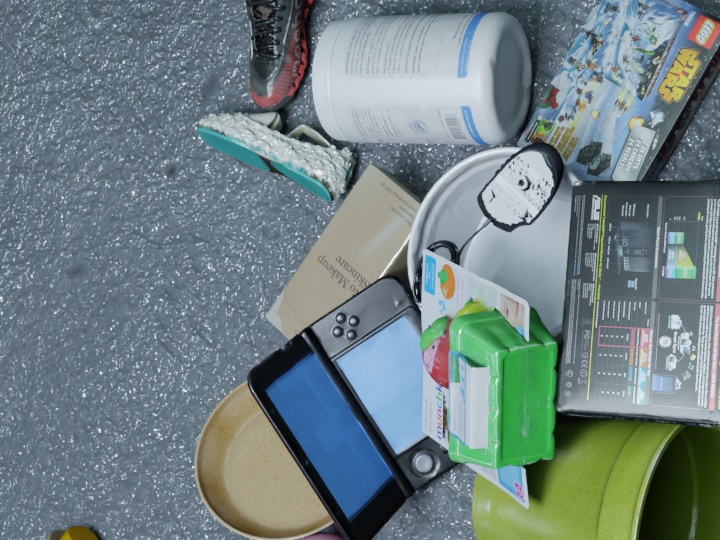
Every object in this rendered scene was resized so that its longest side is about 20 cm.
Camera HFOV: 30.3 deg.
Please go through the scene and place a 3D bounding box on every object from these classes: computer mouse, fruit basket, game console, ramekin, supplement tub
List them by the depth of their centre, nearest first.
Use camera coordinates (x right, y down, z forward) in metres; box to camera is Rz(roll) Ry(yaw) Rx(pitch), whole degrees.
[{"bbox_3d":[0.094,0.092,1.187,0.199,0.093,0.188,25,120,57],"label":"fruit basket"},{"bbox_3d":[0.118,-0.041,1.254,0.059,0.034,0.200,45,109,5],"label":"computer mouse"},{"bbox_3d":[0.015,0.133,1.295,0.171,0.119,0.201,-33,93,5],"label":"game console"},{"bbox_3d":[0.156,-0.012,1.302,0.198,0.105,0.203,-4,81,27],"label":"ramekin"},{"bbox_3d":[0.065,-0.196,1.363,0.198,0.132,0.134,5,85,28],"label":"supplement tub"}]

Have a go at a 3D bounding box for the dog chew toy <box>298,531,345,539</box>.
[{"bbox_3d":[-0.021,0.367,1.334,0.124,0.124,0.201,-36,75,18],"label":"dog chew toy"}]

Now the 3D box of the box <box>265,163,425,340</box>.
[{"bbox_3d":[0.000,0.000,1.397,0.095,0.078,0.201,39,100,26],"label":"box"}]

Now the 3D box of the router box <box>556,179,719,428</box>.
[{"bbox_3d":[0.249,0.026,1.107,0.148,0.062,0.203,2,84,31],"label":"router box"}]

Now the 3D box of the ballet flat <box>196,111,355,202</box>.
[{"bbox_3d":[-0.089,-0.138,1.479,0.199,0.072,0.072,27,95,23],"label":"ballet flat"}]

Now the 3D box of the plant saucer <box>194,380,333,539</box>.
[{"bbox_3d":[-0.075,0.196,1.395,0.198,0.036,0.202,-7,55,9],"label":"plant saucer"}]

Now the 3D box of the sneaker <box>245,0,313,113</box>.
[{"bbox_3d":[-0.096,-0.280,1.479,0.070,0.098,0.203,12,89,26],"label":"sneaker"}]

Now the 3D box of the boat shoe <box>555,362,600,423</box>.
[{"bbox_3d":[0.183,0.118,1.283,0.199,0.072,0.061,-3,63,14],"label":"boat shoe"}]

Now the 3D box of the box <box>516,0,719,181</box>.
[{"bbox_3d":[0.261,-0.177,1.308,0.136,0.040,0.201,34,98,29],"label":"box"}]

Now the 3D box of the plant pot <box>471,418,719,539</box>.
[{"bbox_3d":[0.210,0.218,1.203,0.191,0.199,0.203,5,85,39],"label":"plant pot"}]

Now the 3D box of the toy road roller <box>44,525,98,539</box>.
[{"bbox_3d":[-0.333,0.391,1.474,0.123,0.146,0.200,-47,65,13],"label":"toy road roller"}]
